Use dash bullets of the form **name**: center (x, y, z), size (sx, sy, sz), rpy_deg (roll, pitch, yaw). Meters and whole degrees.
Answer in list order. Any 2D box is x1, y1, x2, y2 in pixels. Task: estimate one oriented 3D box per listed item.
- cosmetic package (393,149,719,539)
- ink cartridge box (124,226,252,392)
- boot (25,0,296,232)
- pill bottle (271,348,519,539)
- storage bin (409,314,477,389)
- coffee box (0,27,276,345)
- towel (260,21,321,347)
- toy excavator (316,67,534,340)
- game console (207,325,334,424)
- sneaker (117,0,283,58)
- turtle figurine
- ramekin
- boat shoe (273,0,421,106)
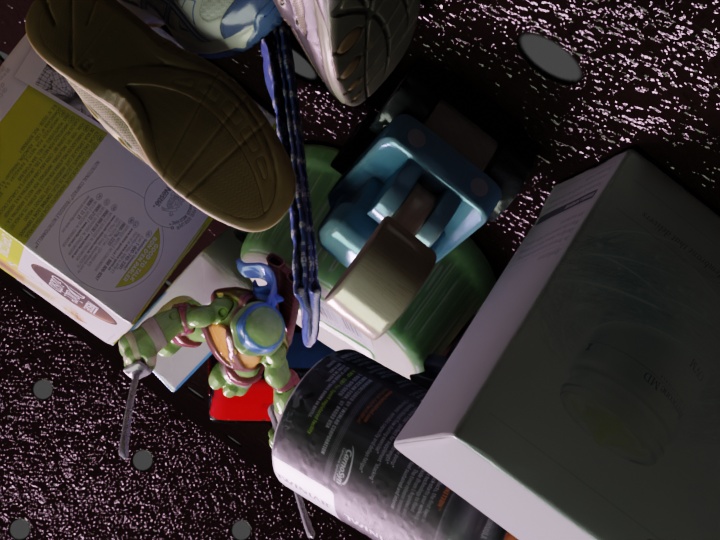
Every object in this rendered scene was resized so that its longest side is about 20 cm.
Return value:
- **cosmetic package**: center (0.163, 0.076, 0.882), size (0.199, 0.201, 0.123), rpy_deg (36, 165, -8)
- **ink cartridge box**: center (-0.123, 0.015, 1.337), size (0.068, 0.115, 0.200), rpy_deg (44, -160, -3)
- **boot**: center (-0.112, -0.089, 0.951), size (0.199, 0.073, 0.155), rpy_deg (38, 176, 10)
- **pill bottle**: center (0.046, 0.139, 0.992), size (0.199, 0.107, 0.106), rpy_deg (27, 164, 29)
- **storage bin**: center (0.156, 0.083, 1.049), size (0.145, 0.135, 0.200), rpy_deg (16, 158, 50)
- **coffee box**: center (-0.213, -0.081, 1.210), size (0.197, 0.201, 0.200), rpy_deg (36, 166, -8)
- **towel**: center (-0.048, -0.062, 0.992), size (0.024, 0.202, 0.145), rpy_deg (-6, 165, -3)
- **toy excavator**: center (0.022, -0.023, 0.894), size (0.100, 0.201, 0.194), rpy_deg (36, 151, -7)
- **game console**: center (-0.039, 0.078, 1.387), size (0.198, 0.120, 0.173), rpy_deg (1, 158, -8)
- **sneaker**: center (-0.117, -0.188, 0.918), size (0.199, 0.076, 0.088), rpy_deg (17, 157, 47)
- **turtle figurine**: center (-0.116, 0.087, 1.134), size (0.142, 0.203, 0.194), rpy_deg (1, 180, -14)
- **ramekin**: center (0.000, 0.000, 1.197), size (0.199, 0.098, 0.200), rpy_deg (32, 165, 10)
- **boat shoe**: center (-0.019, -0.169, 0.797), size (0.073, 0.074, 0.201), rpy_deg (38, 159, 27)
